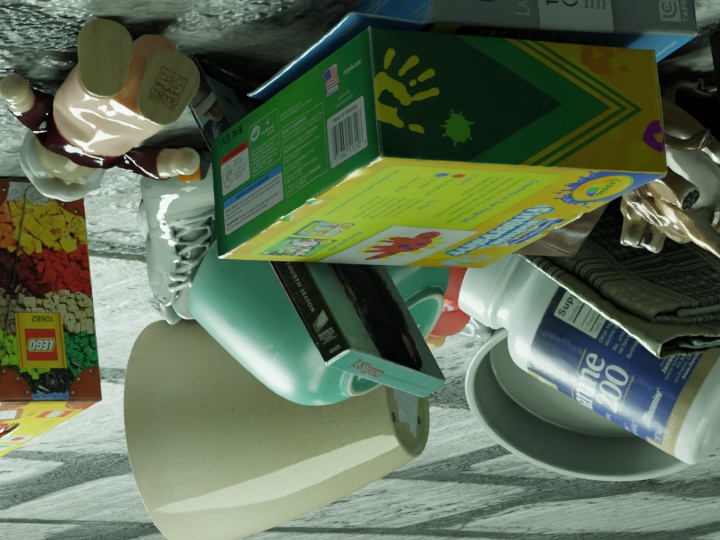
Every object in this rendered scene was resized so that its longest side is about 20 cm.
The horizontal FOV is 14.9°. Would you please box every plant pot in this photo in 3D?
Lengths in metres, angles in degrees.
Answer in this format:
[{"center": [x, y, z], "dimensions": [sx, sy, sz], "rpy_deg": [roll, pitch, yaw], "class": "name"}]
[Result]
[{"center": [-0.054, 0.114, 2.160], "dimensions": [0.200, 0.187, 0.187], "rpy_deg": [-11, 166, 21], "class": "plant pot"}]

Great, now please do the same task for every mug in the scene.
[{"center": [-0.005, 0.000, 1.762], "dimensions": [0.185, 0.114, 0.152], "rpy_deg": [-45, 161, -6], "class": "mug"}]

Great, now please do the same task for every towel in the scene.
[{"center": [0.191, -0.008, 1.831], "dimensions": [0.193, 0.200, 0.035], "rpy_deg": [-2, 123, -49], "class": "towel"}]

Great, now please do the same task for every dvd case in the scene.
[{"center": [-0.028, -0.023, 1.592], "dimensions": [0.022, 0.200, 0.146], "rpy_deg": [-35, 158, 14], "class": "dvd case"}]

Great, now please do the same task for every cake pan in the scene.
[{"center": [0.179, 0.084, 2.048], "dimensions": [0.200, 0.037, 0.200], "rpy_deg": [7, 140, 6], "class": "cake pan"}]

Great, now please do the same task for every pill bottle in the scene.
[{"center": [0.172, 0.040, 1.900], "dimensions": [0.200, 0.111, 0.111], "rpy_deg": [30, 177, 17], "class": "pill bottle"}]

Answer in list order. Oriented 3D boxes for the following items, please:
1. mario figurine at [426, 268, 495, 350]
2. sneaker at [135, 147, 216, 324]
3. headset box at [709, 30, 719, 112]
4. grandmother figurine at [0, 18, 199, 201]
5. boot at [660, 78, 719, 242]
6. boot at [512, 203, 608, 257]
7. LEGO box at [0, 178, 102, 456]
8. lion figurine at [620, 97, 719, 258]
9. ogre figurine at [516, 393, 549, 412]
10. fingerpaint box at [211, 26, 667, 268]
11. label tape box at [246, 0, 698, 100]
[{"center": [0.038, 0.032, 2.032], "dimensions": [0.123, 0.106, 0.200], "rpy_deg": [-36, -179, -15], "class": "mario figurine"}, {"center": [-0.106, -0.020, 1.781], "dimensions": [0.076, 0.092, 0.200], "rpy_deg": [-5, 166, -4], "class": "sneaker"}, {"center": [0.323, -0.127, 1.579], "dimensions": [0.149, 0.077, 0.200], "rpy_deg": [2, 163, -32], "class": "headset box"}, {"center": [-0.149, -0.084, 1.571], "dimensions": [0.121, 0.061, 0.200], "rpy_deg": [33, 159, -12], "class": "grandmother figurine"}, {"center": [0.219, -0.074, 1.774], "dimensions": [0.200, 0.070, 0.146], "rpy_deg": [3, 162, -37], "class": "boot"}, {"center": [0.111, -0.058, 1.666], "dimensions": [0.186, 0.064, 0.200], "rpy_deg": [-13, 158, 34], "class": "boot"}, {"center": [-0.250, 0.038, 1.828], "dimensions": [0.077, 0.149, 0.200], "rpy_deg": [1, 165, -29], "class": "LEGO box"}, {"center": [0.182, -0.062, 1.599], "dimensions": [0.072, 0.122, 0.200], "rpy_deg": [-41, 149, -7], "class": "lion figurine"}, {"center": [0.186, 0.043, 2.136], "dimensions": [0.200, 0.120, 0.098], "rpy_deg": [-3, 166, -18], "class": "ogre figurine"}, {"center": [0.037, -0.061, 1.447], "dimensions": [0.167, 0.073, 0.200], "rpy_deg": [2, 165, -26], "class": "fingerpaint box"}, {"center": [0.055, -0.132, 1.454], "dimensions": [0.200, 0.066, 0.143], "rpy_deg": [2, 164, -24], "class": "label tape box"}]
